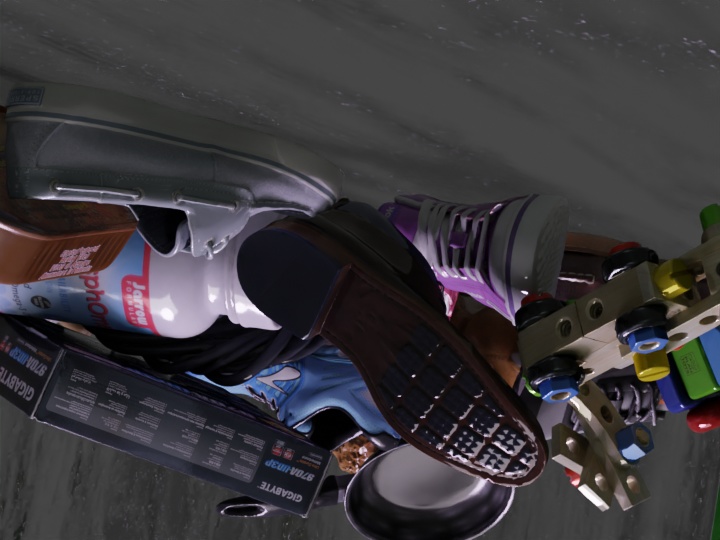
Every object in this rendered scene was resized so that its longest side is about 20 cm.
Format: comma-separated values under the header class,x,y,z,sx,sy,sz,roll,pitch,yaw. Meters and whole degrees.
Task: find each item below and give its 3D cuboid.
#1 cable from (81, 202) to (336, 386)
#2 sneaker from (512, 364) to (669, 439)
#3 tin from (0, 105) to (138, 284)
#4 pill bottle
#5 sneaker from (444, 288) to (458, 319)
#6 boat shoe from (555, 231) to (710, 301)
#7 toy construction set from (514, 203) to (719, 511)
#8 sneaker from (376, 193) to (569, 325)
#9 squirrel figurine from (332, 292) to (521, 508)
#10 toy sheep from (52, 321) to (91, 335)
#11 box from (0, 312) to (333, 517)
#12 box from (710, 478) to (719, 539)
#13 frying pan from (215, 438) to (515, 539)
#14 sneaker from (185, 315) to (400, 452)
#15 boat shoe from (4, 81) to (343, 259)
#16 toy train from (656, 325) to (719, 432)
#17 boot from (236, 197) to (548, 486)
class,x,y,z,sx,sy,sz,roll,pitch,yaw
cable,-0.100,0.006,1.300,0.199,0.163,0.051,9,134,11
sneaker,0.171,0.074,1.418,0.200,0.074,0.079,-21,-134,-40
tin,-0.184,-0.041,1.069,0.112,0.042,0.200,42,-165,11
pill bottle,-0.138,-0.020,1.215,0.199,0.109,0.109,8,176,12
sneaker,0.000,0.000,1.393,0.074,0.081,0.200,14,175,-32
boat shoe,0.181,0.023,1.381,0.070,0.071,0.200,-1,172,44
toy construction set,0.160,0.039,1.098,0.131,0.092,0.200,14,130,-42
sneaker,0.059,-0.011,1.192,0.114,0.073,0.200,13,175,5
squirrel figurine,0.070,0.078,1.501,0.186,0.201,0.141,4,167,30
toy sheep,-0.241,-0.012,1.431,0.137,0.139,0.200,7,-179,24
box,-0.137,0.080,1.279,0.200,0.046,0.159,24,179,-33
box,0.292,0.092,1.170,0.096,0.201,0.176,6,176,42
frying pan,0.010,0.156,1.402,0.189,0.031,0.115,-16,134,10
sneaker,-0.045,0.078,1.382,0.199,0.090,0.078,2,163,41
boat shoe,-0.095,-0.042,1.062,0.200,0.072,0.070,13,174,-40
toy train,0.288,0.031,1.325,0.199,0.085,0.116,-15,172,-32
boot,0.035,0.030,1.139,0.200,0.075,0.097,40,-147,8
